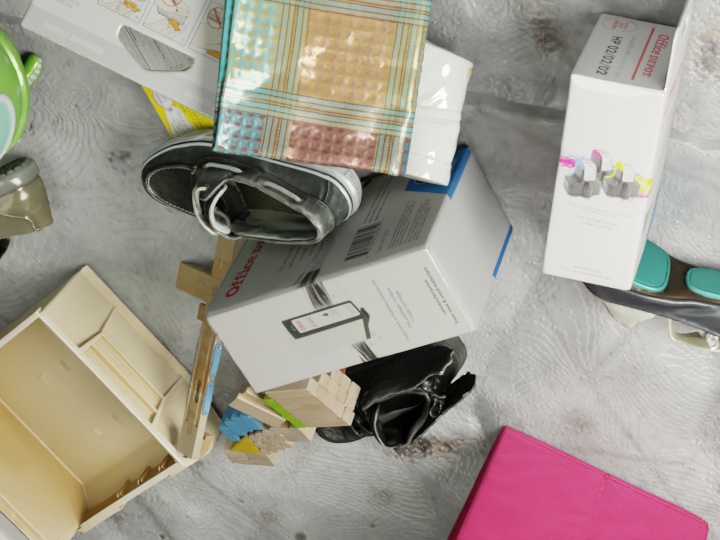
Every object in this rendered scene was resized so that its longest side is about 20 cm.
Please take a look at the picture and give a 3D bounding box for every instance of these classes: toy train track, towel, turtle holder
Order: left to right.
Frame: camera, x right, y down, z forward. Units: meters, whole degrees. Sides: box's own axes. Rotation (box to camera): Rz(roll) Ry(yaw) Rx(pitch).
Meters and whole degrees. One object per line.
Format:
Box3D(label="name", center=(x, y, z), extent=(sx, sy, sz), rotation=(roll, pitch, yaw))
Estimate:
Box3D(label="turtle holder", center=(-0.358, -0.125, 1.368), extent=(0.185, 0.132, 0.141), rotation=(-28, 108, 31))
Box3D(label="toy train track", center=(-0.117, 0.060, 1.421), extent=(0.115, 0.033, 0.200), rotation=(23, 104, 47))
Box3D(label="towel", center=(-0.024, -0.174, 1.196), extent=(0.147, 0.022, 0.200), rotation=(7, 94, -7))

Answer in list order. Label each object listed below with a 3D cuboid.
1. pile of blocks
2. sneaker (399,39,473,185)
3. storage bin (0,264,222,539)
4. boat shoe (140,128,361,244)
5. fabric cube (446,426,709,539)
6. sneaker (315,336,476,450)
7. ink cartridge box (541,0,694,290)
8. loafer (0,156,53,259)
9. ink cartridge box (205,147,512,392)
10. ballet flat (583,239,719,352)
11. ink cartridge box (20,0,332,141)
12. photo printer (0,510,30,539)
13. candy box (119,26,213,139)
Box3D(label="pile of blocks", center=(-0.069, 0.106, 1.421), extent=(0.082, 0.062, 0.200), rotation=(29, 149, -16))
Box3D(label="sneaker", center=(-0.013, -0.143, 1.267), extent=(0.200, 0.074, 0.116), rotation=(16, 93, 16))
Box3D(label="storage bin", center=(-0.259, 0.131, 1.511), extent=(0.200, 0.094, 0.199), rotation=(-34, 104, 32))
Box3D(label="boat shoe", center=(-0.098, -0.061, 1.304), extent=(0.200, 0.071, 0.072), rotation=(5, 126, 33))
Box3D(label="fabric cube", center=(0.150, 0.290, 1.393), extent=(0.200, 0.199, 0.196), rotation=(25, 124, 5))
Box3D(label="sneaker", center=(0.021, 0.109, 1.388), extent=(0.200, 0.104, 0.060), rotation=(-34, 105, 33))
Box3D(label="ink cartridge box", center=(0.183, -0.103, 1.195), extent=(0.068, 0.115, 0.200), rotation=(13, 122, 12))
Box3D(label="loafer", center=(-0.344, -0.027, 1.457), extent=(0.200, 0.075, 0.070), rotation=(-24, 105, 30))
Box3D(label="ink cartridge box", center=(0.000, 0.000, 1.304), extent=(0.200, 0.146, 0.084), rotation=(-18, 118, 29))
Box3D(label="ballet flat", center=(0.231, 0.021, 1.282), extent=(0.200, 0.073, 0.073), rotation=(18, 124, 6))
Box3D(label="ink cartridge box", center=(-0.119, -0.211, 1.231), extent=(0.200, 0.044, 0.174), rotation=(26, 92, 3))
Box3D(label="photo printer", center=(-0.343, 0.255, 1.568), extent=(0.069, 0.200, 0.166), rotation=(-44, 91, -5))
Box3D(label="candy box", center=(-0.110, -0.134, 1.337), extent=(0.102, 0.026, 0.200), rotation=(-20, 111, 24))
